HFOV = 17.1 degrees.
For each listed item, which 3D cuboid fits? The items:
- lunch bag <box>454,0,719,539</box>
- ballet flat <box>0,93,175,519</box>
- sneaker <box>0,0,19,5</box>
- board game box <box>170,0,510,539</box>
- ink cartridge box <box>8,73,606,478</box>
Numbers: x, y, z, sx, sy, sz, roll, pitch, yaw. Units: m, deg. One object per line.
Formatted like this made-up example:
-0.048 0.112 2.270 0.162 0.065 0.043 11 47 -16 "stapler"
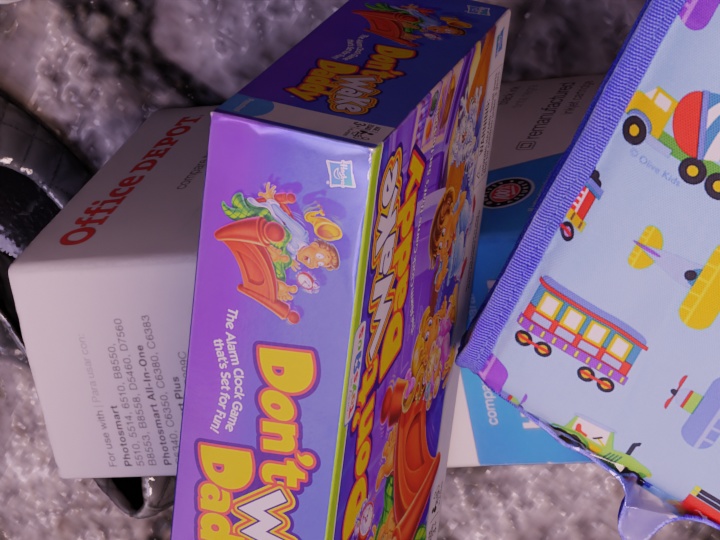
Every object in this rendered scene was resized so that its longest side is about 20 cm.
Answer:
0.124 0.000 0.668 0.150 0.094 0.201 29 114 3 "lunch bag"
-0.120 0.005 0.919 0.066 0.057 0.201 -30 104 29 "ballet flat"
-0.104 -0.115 0.736 0.198 0.094 0.071 -23 128 11 "sneaker"
-0.008 0.034 0.679 0.044 0.135 0.202 13 115 14 "board game box"
0.000 0.000 0.821 0.198 0.146 0.085 -3 114 20 "ink cartridge box"
